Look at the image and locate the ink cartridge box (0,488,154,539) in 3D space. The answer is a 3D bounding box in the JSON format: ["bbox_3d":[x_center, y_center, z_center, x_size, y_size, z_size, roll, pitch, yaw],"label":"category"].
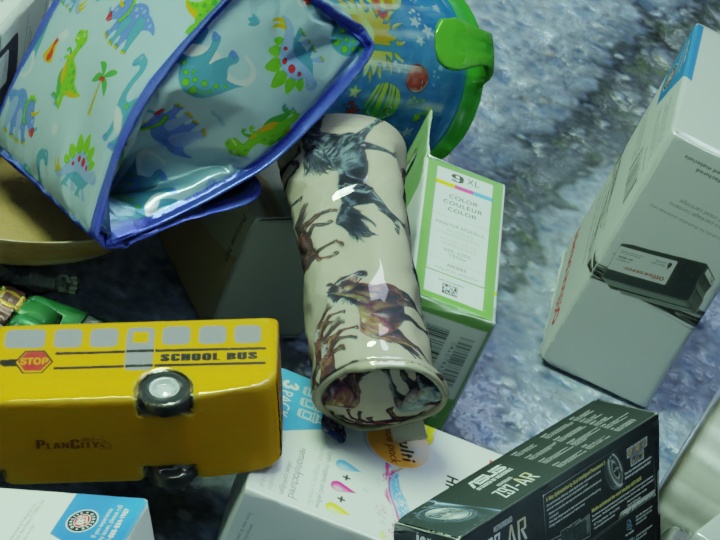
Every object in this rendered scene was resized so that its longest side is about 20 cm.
[{"bbox_3d":[-0.212,0.166,1.460,0.199,0.068,0.116,3,31,18],"label":"ink cartridge box"}]

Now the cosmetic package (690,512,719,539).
[{"bbox_3d":[0.188,0.212,1.571,0.071,0.201,0.101,39,38,18],"label":"cosmetic package"}]

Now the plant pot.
[{"bbox_3d":[-0.219,-0.048,1.758,0.199,0.028,0.200,10,24,-4],"label":"plant pot"}]

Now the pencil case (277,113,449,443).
[{"bbox_3d":[0.000,0.000,1.681,0.077,0.090,0.201,-9,54,0],"label":"pencil case"}]

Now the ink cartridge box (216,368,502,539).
[{"bbox_3d":[0.025,0.147,1.667,0.199,0.068,0.115,22,36,-6],"label":"ink cartridge box"}]

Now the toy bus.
[{"bbox_3d":[-0.143,0.072,1.605,0.198,0.065,0.079,-2,40,0],"label":"toy bus"}]

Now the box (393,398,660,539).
[{"bbox_3d":[0.096,0.179,1.592,0.043,0.161,0.200,11,25,36],"label":"box"}]

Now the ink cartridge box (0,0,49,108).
[{"bbox_3d":[-0.287,-0.131,1.765,0.144,0.085,0.200,14,26,6],"label":"ink cartridge box"}]

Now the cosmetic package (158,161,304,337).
[{"bbox_3d":[-0.085,-0.061,1.833,0.071,0.106,0.200,0,41,-30],"label":"cosmetic package"}]

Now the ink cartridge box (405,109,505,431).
[{"bbox_3d":[0.045,0.001,1.831,0.059,0.104,0.201,19,36,-9],"label":"ink cartridge box"}]

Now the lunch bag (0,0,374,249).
[{"bbox_3d":[-0.116,-0.114,1.709,0.128,0.200,0.170,48,-5,-35],"label":"lunch bag"}]

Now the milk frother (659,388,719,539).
[{"bbox_3d":[0.268,0.151,1.701,0.187,0.201,0.181,31,40,8],"label":"milk frother"}]

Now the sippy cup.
[{"bbox_3d":[-0.008,-0.136,1.918,0.130,0.178,0.140,3,47,-50],"label":"sippy cup"}]

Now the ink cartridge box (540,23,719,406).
[{"bbox_3d":[0.202,-0.035,1.892,0.084,0.201,0.145,26,36,-4],"label":"ink cartridge box"}]

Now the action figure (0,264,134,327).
[{"bbox_3d":[-0.186,0.036,1.694,0.199,0.055,0.118,24,38,4],"label":"action figure"}]
